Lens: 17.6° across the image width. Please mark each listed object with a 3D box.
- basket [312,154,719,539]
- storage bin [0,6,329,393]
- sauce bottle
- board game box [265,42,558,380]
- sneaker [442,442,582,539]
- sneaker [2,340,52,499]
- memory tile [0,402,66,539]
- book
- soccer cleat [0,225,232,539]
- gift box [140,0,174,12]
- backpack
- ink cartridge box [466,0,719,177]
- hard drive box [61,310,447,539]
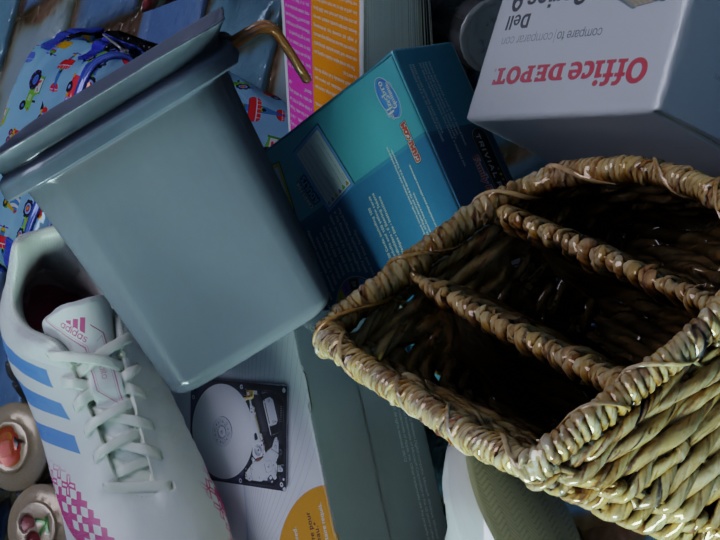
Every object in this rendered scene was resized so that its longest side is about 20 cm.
[{"bbox_3d":[0.100,0.017,0.962,0.144,0.148,0.200,-65,29,3],"label":"basket"},{"bbox_3d":[-0.075,-0.035,1.073,0.145,0.135,0.200,-31,9,1],"label":"storage bin"},{"bbox_3d":[0.028,-0.150,1.279,0.200,0.066,0.066,33,98,57],"label":"sauce bottle"},{"bbox_3d":[0.000,0.000,1.166,0.200,0.047,0.152,-33,75,44],"label":"board game box"},{"bbox_3d":[0.047,0.167,1.019,0.116,0.073,0.201,-45,38,28],"label":"sneaker"},{"bbox_3d":[-0.160,0.093,1.365,0.074,0.081,0.201,-82,-6,-49],"label":"sneaker"},{"bbox_3d":[-0.129,0.142,1.267,0.153,0.017,0.201,-30,71,25],"label":"memory tile"},{"bbox_3d":[-0.008,-0.121,1.239,0.133,0.048,0.202,-150,54,-62],"label":"book"},{"bbox_3d":[-0.121,0.065,1.091,0.201,0.069,0.087,57,157,31],"label":"soccer cleat"},{"bbox_3d":[-0.103,-0.269,1.451,0.186,0.184,0.201,13,75,58],"label":"gift box"},{"bbox_3d":[-0.129,-0.046,1.391,0.200,0.134,0.184,26,93,57],"label":"backpack"},{"bbox_3d":[0.146,-0.146,1.062,0.145,0.087,0.202,4,75,58],"label":"ink cartridge box"},{"bbox_3d":[-0.056,0.121,1.144,0.199,0.076,0.157,-25,73,43],"label":"hard drive box"}]
